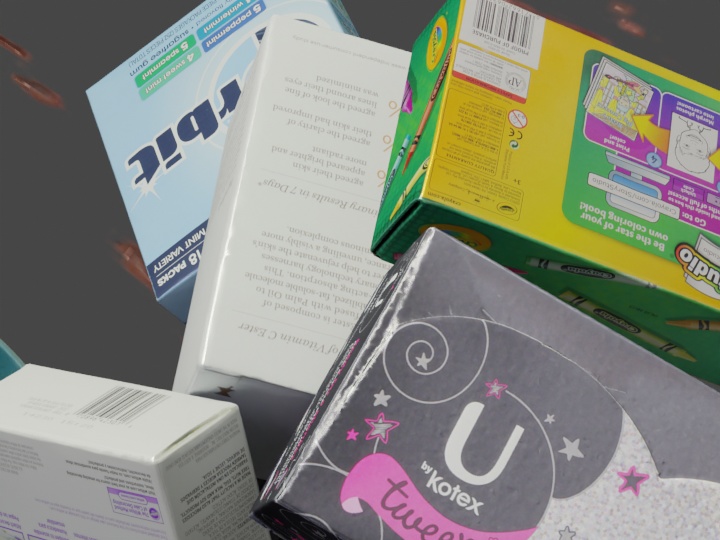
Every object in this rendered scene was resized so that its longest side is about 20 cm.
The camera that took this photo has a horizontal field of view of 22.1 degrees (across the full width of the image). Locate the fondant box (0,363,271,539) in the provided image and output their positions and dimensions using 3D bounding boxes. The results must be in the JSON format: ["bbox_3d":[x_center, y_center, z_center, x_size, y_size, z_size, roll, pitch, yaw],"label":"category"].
[{"bbox_3d":[-0.105,0.151,0.868,0.144,0.200,0.058,7,28,39],"label":"fondant box"}]

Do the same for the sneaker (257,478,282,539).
[{"bbox_3d":[-0.059,0.061,0.972,0.074,0.089,0.200,1,63,35],"label":"sneaker"}]

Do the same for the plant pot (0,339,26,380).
[{"bbox_3d":[-0.292,0.136,1.029,0.188,0.200,0.200,-44,42,24],"label":"plant pot"}]

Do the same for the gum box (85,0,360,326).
[{"bbox_3d":[-0.069,-0.086,1.111,0.170,0.045,0.200,-35,47,11],"label":"gum box"}]

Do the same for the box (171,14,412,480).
[{"bbox_3d":[0.000,0.000,0.906,0.106,0.152,0.200,121,162,-59],"label":"box"}]

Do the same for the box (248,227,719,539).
[{"bbox_3d":[0.073,0.094,0.757,0.200,0.115,0.132,30,76,-1],"label":"box"}]

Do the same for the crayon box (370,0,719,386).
[{"bbox_3d":[0.114,-0.034,0.833,0.058,0.200,0.119,131,156,-56],"label":"crayon box"}]
